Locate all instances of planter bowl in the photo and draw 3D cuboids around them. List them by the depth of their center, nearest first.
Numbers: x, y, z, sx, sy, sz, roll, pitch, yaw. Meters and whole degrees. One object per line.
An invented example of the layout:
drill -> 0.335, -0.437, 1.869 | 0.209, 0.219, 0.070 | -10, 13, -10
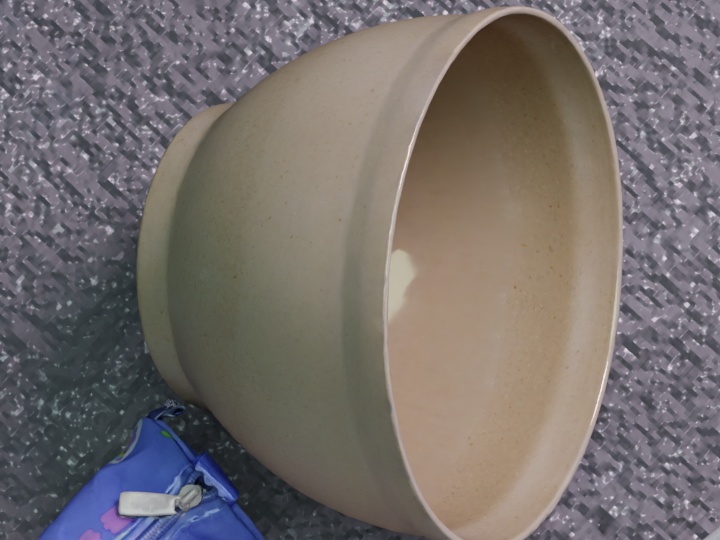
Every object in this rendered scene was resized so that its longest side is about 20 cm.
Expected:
planter bowl -> 0.000, 0.000, 1.076 | 0.134, 0.200, 0.202 | 4, 77, 29

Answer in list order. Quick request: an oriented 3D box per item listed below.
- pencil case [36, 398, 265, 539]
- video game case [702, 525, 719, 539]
pencil case -> -0.120, 0.140, 1.069 | 0.200, 0.087, 0.078 | -41, 79, -19
video game case -> 0.159, 0.204, 1.050 | 0.182, 0.023, 0.200 | -44, 78, 31
